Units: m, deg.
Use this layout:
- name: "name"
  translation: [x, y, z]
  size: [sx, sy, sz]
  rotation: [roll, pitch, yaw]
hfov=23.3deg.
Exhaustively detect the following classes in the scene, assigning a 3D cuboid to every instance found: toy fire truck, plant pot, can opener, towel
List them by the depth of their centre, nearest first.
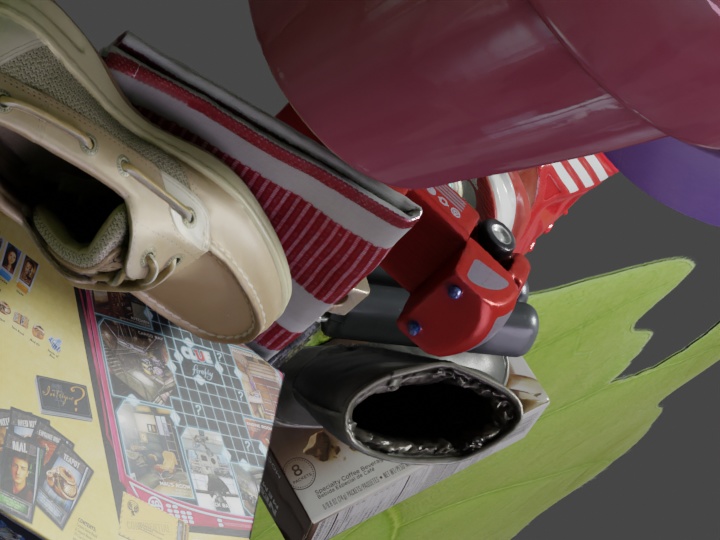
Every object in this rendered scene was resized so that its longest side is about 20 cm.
- name: "plant pot"
  translation: [0.063, -0.120, 0.622]
  size: [0.179, 0.201, 0.200]
  rotation: [-25, 170, 38]
- name: "towel"
  translation: [-0.084, -0.007, 0.732]
  size: [0.200, 0.144, 0.023]
  rotation: [-42, -155, 48]
- name: "toy fire truck"
  translation: [-0.016, -0.025, 0.791]
  size: [0.049, 0.200, 0.141]
  rotation: [-42, -172, 32]
- name: "can opener"
  translation: [0.000, 0.000, 0.901]
  size: [0.199, 0.053, 0.067]
  rotation: [7, 128, -15]

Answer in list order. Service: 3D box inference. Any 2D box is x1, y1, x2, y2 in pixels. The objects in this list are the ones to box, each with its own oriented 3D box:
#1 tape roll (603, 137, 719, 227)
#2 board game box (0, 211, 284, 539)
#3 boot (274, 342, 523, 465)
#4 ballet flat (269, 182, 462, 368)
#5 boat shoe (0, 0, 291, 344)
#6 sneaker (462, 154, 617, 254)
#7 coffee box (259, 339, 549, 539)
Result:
- name: "tape roll"
  translation: [0.188, -0.122, 0.774]
  size: [0.200, 0.200, 0.085]
  rotation: [-30, 164, -4]
- name: "board game box"
  translation: [-0.118, 0.050, 0.682]
  size: [0.035, 0.136, 0.200]
  rotation: [-21, 133, 36]
- name: "boot"
  translation: [0.040, 0.065, 0.980]
  size: [0.181, 0.073, 0.200]
  rotation: [-10, 178, -22]
- name: "ballet flat"
  translation: [-0.023, -0.009, 0.977]
  size: [0.200, 0.072, 0.072]
  rotation: [-39, 161, 22]
- name: "boat shoe"
  translation: [-0.095, -0.023, 0.643]
  size: [0.072, 0.065, 0.200]
  rotation: [-13, 139, 27]
- name: "sneaker"
  translation: [0.106, -0.030, 1.096]
  size: [0.115, 0.078, 0.200]
  rotation: [-25, 163, -16]
- name: "coffee box"
  translation: [0.016, 0.102, 1.239]
  size: [0.200, 0.113, 0.080]
  rotation: [-24, 161, -20]
